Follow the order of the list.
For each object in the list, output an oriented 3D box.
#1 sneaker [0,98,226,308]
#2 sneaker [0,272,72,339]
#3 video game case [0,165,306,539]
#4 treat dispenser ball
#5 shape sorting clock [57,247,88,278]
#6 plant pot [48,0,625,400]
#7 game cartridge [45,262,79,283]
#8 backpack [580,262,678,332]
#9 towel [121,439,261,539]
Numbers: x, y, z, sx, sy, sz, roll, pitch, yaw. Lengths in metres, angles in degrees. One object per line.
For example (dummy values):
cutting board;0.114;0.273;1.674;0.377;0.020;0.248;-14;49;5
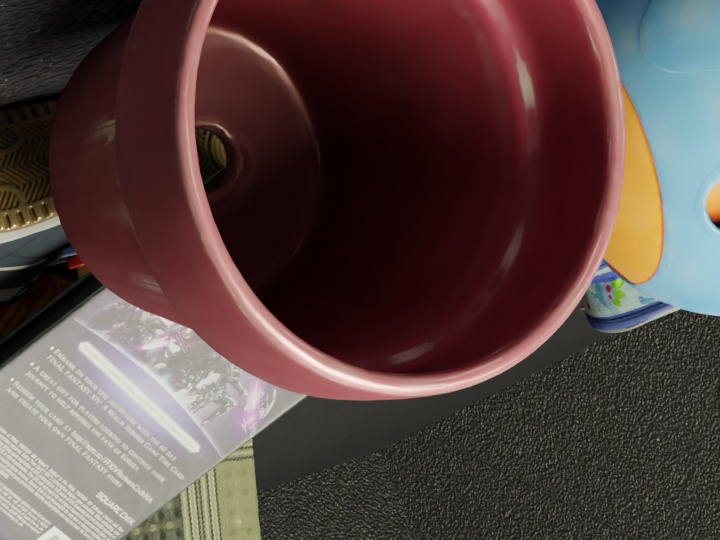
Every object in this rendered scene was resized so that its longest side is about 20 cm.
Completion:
sneaker;-0.117;-0.038;1.177;0.199;0.070;0.109;-11;163;-26
sneaker;-0.180;0.097;1.243;0.077;0.201;0.073;24;178;-38
video game case;-0.101;0.052;1.176;0.200;0.019;0.143;-38;138;3
treat dispenser ball;0.188;-0.078;1.284;0.200;0.202;0.201;-22;172;-3
shape sorting clock;-0.143;-0.015;1.305;0.199;0.039;0.200;-15;178;-1
plant pot;-0.027;-0.047;0.998;0.199;0.201;0.179;-17;-174;-33
game cartridge;-0.110;0.018;1.478;0.199;0.042;0.133;-28;143;28
backpack;0.176;-0.052;1.530;0.182;0.148;0.200;-25;-178;13
towel;-0.139;0.106;1.327;0.192;0.201;0.034;-7;-178;-38
